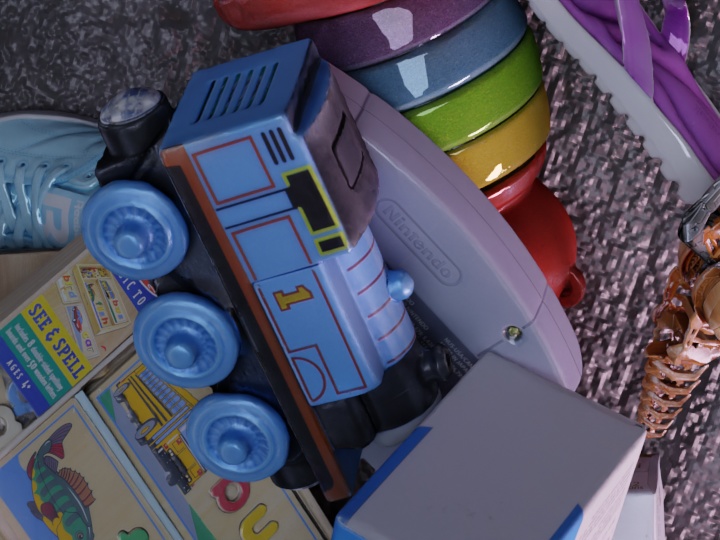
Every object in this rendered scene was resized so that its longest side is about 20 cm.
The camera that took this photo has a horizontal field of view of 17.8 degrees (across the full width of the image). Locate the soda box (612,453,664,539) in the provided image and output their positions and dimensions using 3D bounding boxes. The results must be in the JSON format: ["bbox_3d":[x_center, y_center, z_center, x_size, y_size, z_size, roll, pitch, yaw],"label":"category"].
[{"bbox_3d":[0.115,0.192,1.115,0.068,0.064,0.202,-1,104,10],"label":"soda box"}]

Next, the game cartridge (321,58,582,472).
[{"bbox_3d":[0.000,0.000,1.018,0.133,0.042,0.200,-35,107,30],"label":"game cartridge"}]

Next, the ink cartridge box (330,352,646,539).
[{"bbox_3d":[0.039,0.161,0.993,0.084,0.146,0.201,25,127,17],"label":"ink cartridge box"}]

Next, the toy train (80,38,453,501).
[{"bbox_3d":[-0.036,0.005,0.962,0.114,0.087,0.201,-14,118,21],"label":"toy train"}]

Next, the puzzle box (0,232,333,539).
[{"bbox_3d":[-0.101,0.093,1.022,0.133,0.025,0.201,-43,113,-26],"label":"puzzle box"}]

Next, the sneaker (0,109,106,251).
[{"bbox_3d":[-0.137,-0.036,1.092,0.198,0.082,0.075,-3,101,9],"label":"sneaker"}]

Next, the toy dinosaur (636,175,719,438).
[{"bbox_3d":[0.184,-0.002,1.019,0.135,0.103,0.200,12,151,-30],"label":"toy dinosaur"}]

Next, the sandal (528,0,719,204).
[{"bbox_3d":[0.129,-0.109,1.034,0.050,0.083,0.203,-29,111,28],"label":"sandal"}]

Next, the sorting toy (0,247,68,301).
[{"bbox_3d":[-0.184,0.090,1.107,0.198,0.069,0.202,-3,96,31],"label":"sorting toy"}]

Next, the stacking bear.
[{"bbox_3d":[0.037,-0.064,1.046,0.121,0.114,0.201,-10,114,33],"label":"stacking bear"}]
